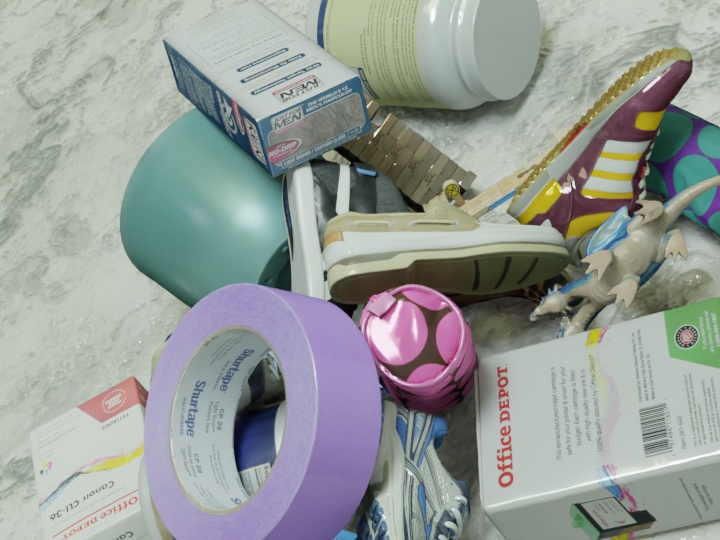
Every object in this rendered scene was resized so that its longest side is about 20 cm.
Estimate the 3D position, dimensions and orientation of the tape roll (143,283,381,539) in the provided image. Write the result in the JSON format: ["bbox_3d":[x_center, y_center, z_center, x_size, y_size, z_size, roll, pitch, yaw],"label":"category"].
[{"bbox_3d":[-0.076,0.113,1.177,0.200,0.066,0.201,-13,71,44],"label":"tape roll"}]

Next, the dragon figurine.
[{"bbox_3d":[0.213,-0.015,1.259,0.200,0.059,0.099,-46,0,-5],"label":"dragon figurine"}]

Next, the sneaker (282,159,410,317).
[{"bbox_3d":[0.000,0.000,1.330,0.112,0.073,0.200,-1,75,-15],"label":"sneaker"}]

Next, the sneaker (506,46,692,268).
[{"bbox_3d":[0.214,-0.092,1.305,0.200,0.090,0.075,-46,3,25],"label":"sneaker"}]

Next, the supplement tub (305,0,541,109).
[{"bbox_3d":[0.061,-0.233,1.569,0.200,0.145,0.145,8,57,37],"label":"supplement tub"}]

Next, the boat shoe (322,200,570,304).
[{"bbox_3d":[0.069,-0.022,1.281,0.199,0.075,0.069,-3,60,-12],"label":"boat shoe"}]

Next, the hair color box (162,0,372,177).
[{"bbox_3d":[-0.084,-0.162,1.384,0.100,0.061,0.200,-26,37,-17],"label":"hair color box"}]

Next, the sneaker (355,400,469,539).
[{"bbox_3d":[0.043,0.183,1.159,0.085,0.077,0.200,6,57,-15],"label":"sneaker"}]

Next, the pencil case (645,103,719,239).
[{"bbox_3d":[0.277,-0.082,1.338,0.200,0.085,0.093,38,112,48],"label":"pencil case"}]

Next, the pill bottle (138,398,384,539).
[{"bbox_3d":[-0.068,0.170,1.301,0.200,0.120,0.120,-19,44,16],"label":"pill bottle"}]

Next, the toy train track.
[{"bbox_3d":[0.104,-0.069,1.384,0.200,0.033,0.115,-33,31,7],"label":"toy train track"}]

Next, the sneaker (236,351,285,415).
[{"bbox_3d":[-0.079,0.078,1.359,0.085,0.200,0.077,-17,82,-3],"label":"sneaker"}]

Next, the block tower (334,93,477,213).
[{"bbox_3d":[0.010,-0.122,1.477,0.058,0.200,0.054,-55,2,-5],"label":"block tower"}]

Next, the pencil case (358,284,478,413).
[{"bbox_3d":[0.044,0.063,1.268,0.091,0.200,0.094,-35,79,-4],"label":"pencil case"}]

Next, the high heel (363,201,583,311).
[{"bbox_3d":[0.093,0.030,1.372,0.143,0.071,0.200,-50,41,-8],"label":"high heel"}]

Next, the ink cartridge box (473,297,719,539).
[{"bbox_3d":[0.195,0.121,1.205,0.200,0.084,0.145,-16,46,19],"label":"ink cartridge box"}]

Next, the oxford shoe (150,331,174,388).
[{"bbox_3d":[-0.159,0.097,1.390,0.071,0.074,0.200,-16,7,-9],"label":"oxford shoe"}]

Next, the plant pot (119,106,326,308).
[{"bbox_3d":[-0.092,-0.033,1.456,0.201,0.201,0.161,-43,53,-10],"label":"plant pot"}]

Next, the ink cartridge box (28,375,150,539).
[{"bbox_3d":[-0.217,0.202,1.404,0.116,0.068,0.200,-30,42,6],"label":"ink cartridge box"}]

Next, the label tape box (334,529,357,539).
[{"bbox_3d":[-0.007,0.301,1.180,0.144,0.063,0.200,10,51,38],"label":"label tape box"}]
